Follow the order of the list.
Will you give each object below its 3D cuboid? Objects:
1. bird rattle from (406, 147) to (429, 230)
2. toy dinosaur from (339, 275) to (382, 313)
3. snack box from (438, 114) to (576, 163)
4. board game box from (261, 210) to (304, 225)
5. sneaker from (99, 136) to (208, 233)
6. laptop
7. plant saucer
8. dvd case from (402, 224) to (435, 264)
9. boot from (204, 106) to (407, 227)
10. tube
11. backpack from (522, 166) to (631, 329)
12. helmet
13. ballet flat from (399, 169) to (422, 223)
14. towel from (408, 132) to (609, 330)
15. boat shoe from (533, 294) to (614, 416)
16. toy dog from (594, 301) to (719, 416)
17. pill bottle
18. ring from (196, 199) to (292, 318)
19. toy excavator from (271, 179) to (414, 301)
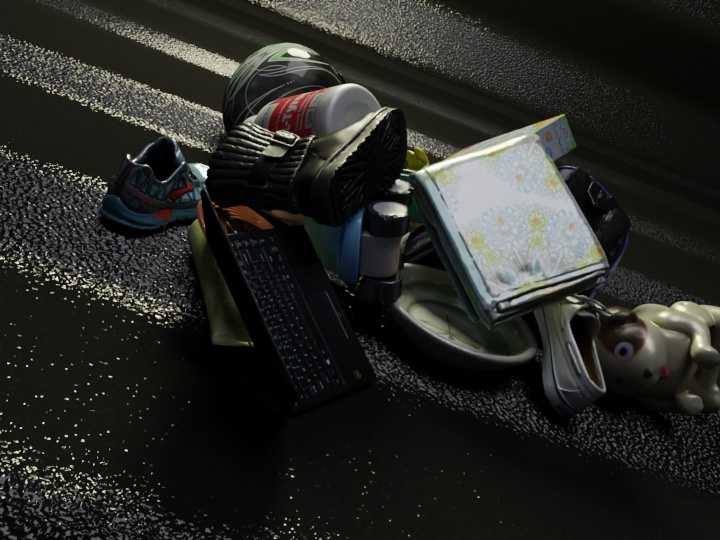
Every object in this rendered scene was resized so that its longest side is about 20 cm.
[{"bbox_3d":[0.102,-0.088,1.188,0.199,0.112,0.165,36,28,-50],"label":"bird rattle"},{"bbox_3d":[0.000,0.000,0.939,0.088,0.048,0.200,37,20,-1],"label":"toy dinosaur"},{"bbox_3d":[0.171,-0.142,1.034,0.141,0.054,0.199,-33,13,-31],"label":"snack box"},{"bbox_3d":[-0.049,-0.082,1.084,0.198,0.035,0.134,28,24,11],"label":"board game box"},{"bbox_3d":[-0.221,-0.110,0.904,0.078,0.097,0.200,26,23,9],"label":"sneaker"},{"bbox_3d":[-0.054,0.023,0.668,0.198,0.103,0.180,-12,72,-51],"label":"laptop"},{"bbox_3d":[0.107,0.063,0.888,0.197,0.051,0.201,20,23,-9],"label":"plant saucer"},{"bbox_3d":[0.131,-0.067,0.998,0.016,0.198,0.149,59,14,-9],"label":"dvd case"},{"bbox_3d":[-0.052,-0.125,0.820,0.155,0.081,0.211,12,33,28],"label":"boot"},{"bbox_3d":[-0.137,0.015,0.780,0.057,0.052,0.201,-28,42,-5],"label":"tube"},{"bbox_3d":[0.260,-0.037,1.035,0.201,0.190,0.154,49,-5,-6],"label":"backpack"},{"bbox_3d":[-0.127,-0.272,1.252,0.189,0.201,0.200,26,15,-41],"label":"helmet"},{"bbox_3d":[0.033,-0.106,1.036,0.196,0.071,0.071,5,14,11],"label":"ballet flat"},{"bbox_3d":[0.165,-0.048,0.853,0.168,0.048,0.203,-18,69,-17],"label":"towel"},{"bbox_3d":[0.248,0.059,0.867,0.074,0.086,0.204,31,43,-24],"label":"boat shoe"},{"bbox_3d":[0.357,0.095,0.946,0.198,0.142,0.194,-2,32,-42],"label":"toy dog"},{"bbox_3d":[-0.070,-0.171,0.987,0.198,0.115,0.111,1,2,45],"label":"pill bottle"},{"bbox_3d":[-0.096,-0.004,0.809,0.200,0.019,0.201,42,16,-14],"label":"ring"},{"bbox_3d":[-0.040,-0.062,0.875,0.196,0.102,0.195,8,27,3],"label":"toy excavator"}]
